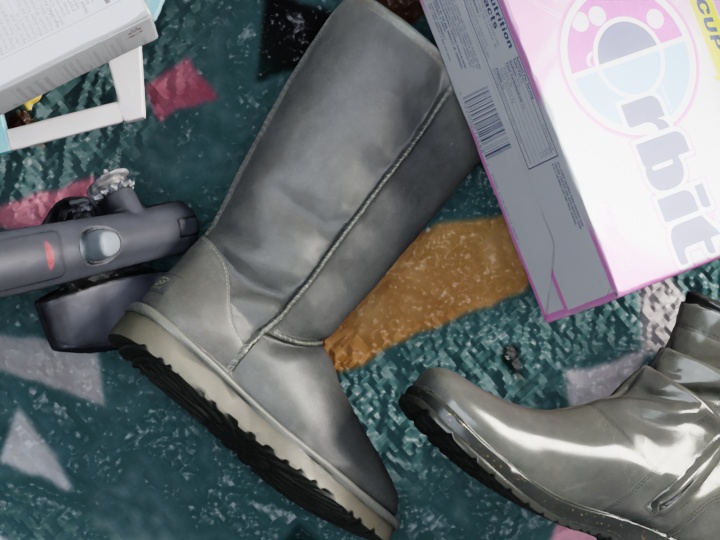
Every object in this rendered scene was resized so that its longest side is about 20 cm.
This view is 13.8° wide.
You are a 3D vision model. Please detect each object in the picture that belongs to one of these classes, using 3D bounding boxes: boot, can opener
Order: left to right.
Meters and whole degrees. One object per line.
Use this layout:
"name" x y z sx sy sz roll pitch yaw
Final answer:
"can opener" -0.149 -0.001 1.313 0.063 0.200 0.079 -22 80 40
"boot" 0.002 0.001 1.366 0.182 0.073 0.200 45 71 -22
"boot" 0.123 0.062 1.356 0.200 0.068 0.131 32 86 -19

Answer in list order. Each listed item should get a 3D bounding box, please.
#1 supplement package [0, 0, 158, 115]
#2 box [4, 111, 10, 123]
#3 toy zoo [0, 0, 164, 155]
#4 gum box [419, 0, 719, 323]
"supplement package" -0.199 -0.107 1.246 0.200 0.110 0.114 -26 91 -2
"box" -0.225 -0.120 1.361 0.141 0.079 0.200 13 89 3
"toy zoo" -0.177 -0.113 1.313 0.200 0.020 0.131 -15 90 -2
"gum box" 0.107 -0.091 1.341 0.113 0.066 0.200 -21 89 -30
